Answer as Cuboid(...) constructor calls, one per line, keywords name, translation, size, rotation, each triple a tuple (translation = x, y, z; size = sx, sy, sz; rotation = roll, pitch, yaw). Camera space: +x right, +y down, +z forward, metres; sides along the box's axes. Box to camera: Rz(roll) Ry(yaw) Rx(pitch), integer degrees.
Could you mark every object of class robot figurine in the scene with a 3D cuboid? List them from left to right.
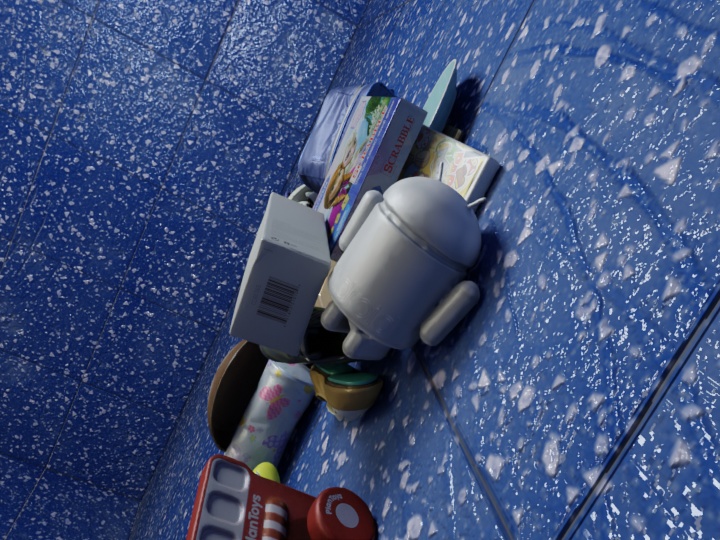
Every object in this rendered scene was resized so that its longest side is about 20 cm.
Cuboid(name="robot figurine", translation=(0.043, -0.005, 0.600), size=(0.169, 0.112, 0.202), rotation=(43, 107, 29))

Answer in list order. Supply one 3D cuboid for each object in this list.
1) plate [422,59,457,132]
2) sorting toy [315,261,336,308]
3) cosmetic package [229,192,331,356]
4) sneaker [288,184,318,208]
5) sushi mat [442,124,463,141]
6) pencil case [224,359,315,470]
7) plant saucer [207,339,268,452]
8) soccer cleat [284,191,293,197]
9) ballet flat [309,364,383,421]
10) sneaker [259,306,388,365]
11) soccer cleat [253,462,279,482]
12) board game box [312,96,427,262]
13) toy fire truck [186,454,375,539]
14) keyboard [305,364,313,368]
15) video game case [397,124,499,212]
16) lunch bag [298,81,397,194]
Cuboid(name="plate", translation=(0.093, -0.197, 0.858), size=(0.204, 0.025, 0.201), rotation=(-63, 7, 14))
Cuboid(name="sorting toy", translation=(0.000, 0.000, 0.833), size=(0.184, 0.036, 0.206), rotation=(15, 86, 60))
Cuboid(name="cosmetic package", translation=(-0.090, -0.004, 0.700), size=(0.201, 0.079, 0.115), rotation=(-99, 30, -69))
Cuboid(name="sneaker", translation=(-0.091, -0.068, 0.981), size=(0.086, 0.076, 0.203), rotation=(-14, 39, 40))
Cuboid(name="sushi mat", translation=(0.080, -0.105, 0.835), size=(0.204, 0.012, 0.096), rotation=(-63, 16, 12))
Cuboid(name="pencil case", translation=(-0.137, 0.233, 0.919), size=(0.083, 0.089, 0.204), rotation=(-51, -14, -85))
Cuboid(name="plant saucer", translation=(-0.183, 0.186, 0.971), size=(0.201, 0.036, 0.205), rotation=(-47, -34, -45))
Cuboid(name="soccer cleat", translation=(-0.047, -0.147, 1.089), size=(0.196, 0.085, 0.065), rotation=(-24, 21, 16))
Cuboid(name="ballet flat", translation=(-0.016, 0.147, 0.727), size=(0.200, 0.066, 0.065), rotation=(178, 89, -76))
Cuboid(name="sneaker", translation=(-0.056, 0.079, 0.728), size=(0.196, 0.080, 0.076), rotation=(-12, 85, 36))
Cuboid(name="soccer cleat", translation=(-0.126, 0.340, 0.788), size=(0.082, 0.065, 0.203), rotation=(-27, 30, 25))
Cuboid(name="board game box", translation=(-0.002, -0.124, 0.794), size=(0.204, 0.040, 0.200), rotation=(-65, 18, 8))
Cuboid(name="toy fire truck", translation=(-0.080, 0.268, 0.525), size=(0.113, 0.165, 0.202), rotation=(-57, 17, 26))
Cuboid(name="keyboard", translation=(-0.085, 0.120, 1.020), size=(0.203, 0.039, 0.104), rotation=(-61, 16, 15))
Cuboid(name="video game case", translation=(0.059, -0.064, 0.719), size=(0.204, 0.022, 0.182), rotation=(-63, 34, 12))
Cuboid(name="lunch bag", translation=(0.007, -0.201, 0.975), size=(0.131, 0.134, 0.205), rotation=(14, 80, 48))
